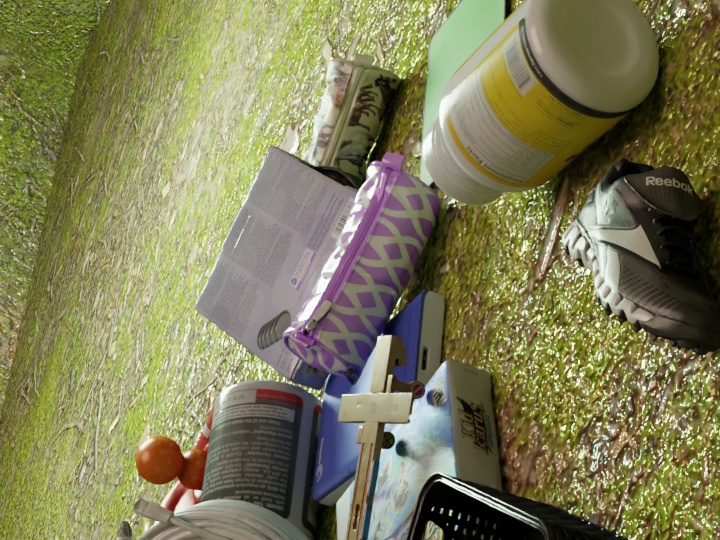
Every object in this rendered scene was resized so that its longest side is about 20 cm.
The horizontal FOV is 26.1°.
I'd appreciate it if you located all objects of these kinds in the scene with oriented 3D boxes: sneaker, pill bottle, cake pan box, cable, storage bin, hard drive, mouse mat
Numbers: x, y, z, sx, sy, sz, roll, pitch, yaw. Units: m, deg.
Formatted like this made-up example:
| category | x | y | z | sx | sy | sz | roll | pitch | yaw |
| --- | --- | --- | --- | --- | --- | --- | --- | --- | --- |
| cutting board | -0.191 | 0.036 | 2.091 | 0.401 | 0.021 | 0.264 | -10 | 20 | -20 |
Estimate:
| category | x | y | z | sx | sy | sz | roll | pitch | yaw |
| --- | --- | --- | --- | --- | --- | --- | --- | --- | --- |
| sneaker | 0.186 | -0.018 | 0.986 | 0.200 | 0.066 | 0.091 | -115 | 44 | -66 |
| pill bottle | 0.128 | -0.128 | 1.175 | 0.200 | 0.111 | 0.113 | -42 | 35 | 55 |
| cake pan box | -0.063 | -0.010 | 1.533 | 0.184 | 0.052 | 0.201 | 29 | 95 | 44 |
| cable | -0.117 | 0.301 | 1.347 | 0.069 | 0.198 | 0.202 | -20 | -63 | -70 |
| pill bottle | -0.095 | 0.217 | 1.470 | 0.114 | 0.113 | 0.201 | -45 | 32 | 51 |
| storage bin | 0.098 | 0.217 | 0.977 | 0.200 | 0.093 | 0.136 | -171 | 99 | -71 |
| hard drive | 0.014 | 0.118 | 1.393 | 0.200 | 0.025 | 0.133 | -44 | 33 | 53 |
| mouse mat | 0.098 | -0.188 | 1.467 | 0.161 | 0.007 | 0.201 | -47 | 30 | 50 |

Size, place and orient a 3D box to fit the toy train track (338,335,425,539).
| category | x | y | z | sx | sy | sz | roll | pitch | yaw |
| --- | --- | --- | --- | --- | --- | --- | --- | --- | --- |
| toy train track | 0.016 | 0.153 | 1.222 | 0.114 | 0.032 | 0.202 | -9 | 69 | 62 |

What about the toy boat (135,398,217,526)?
| category | x | y | z | sx | sy | sz | roll | pitch | yaw |
| --- | --- | --- | --- | --- | --- | --- | --- | --- | --- |
| toy boat | -0.182 | 0.216 | 1.675 | 0.201 | 0.130 | 0.131 | -65 | 23 | 18 |

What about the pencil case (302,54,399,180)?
| category | x | y | z | sx | sy | sz | roll | pitch | yaw |
| --- | --- | --- | --- | --- | --- | --- | --- | --- | --- |
| pencil case | -0.024 | -0.128 | 1.634 | 0.089 | 0.077 | 0.202 | -130 | 59 | -87 |

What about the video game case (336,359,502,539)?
| category | x | y | z | sx | sy | sz | roll | pitch | yaw |
| --- | --- | --- | --- | --- | --- | --- | --- | --- | --- |
| video game case | 0.043 | 0.202 | 1.211 | 0.200 | 0.045 | 0.182 | -57 | 25 | 37 |

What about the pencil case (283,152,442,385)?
| category | x | y | z | sx | sy | sz | roll | pitch | yaw |
| --- | --- | --- | --- | --- | --- | --- | --- | --- | --- |
| pencil case | 0.000 | 0.000 | 1.390 | 0.083 | 0.086 | 0.201 | 12 | 67 | 36 |
